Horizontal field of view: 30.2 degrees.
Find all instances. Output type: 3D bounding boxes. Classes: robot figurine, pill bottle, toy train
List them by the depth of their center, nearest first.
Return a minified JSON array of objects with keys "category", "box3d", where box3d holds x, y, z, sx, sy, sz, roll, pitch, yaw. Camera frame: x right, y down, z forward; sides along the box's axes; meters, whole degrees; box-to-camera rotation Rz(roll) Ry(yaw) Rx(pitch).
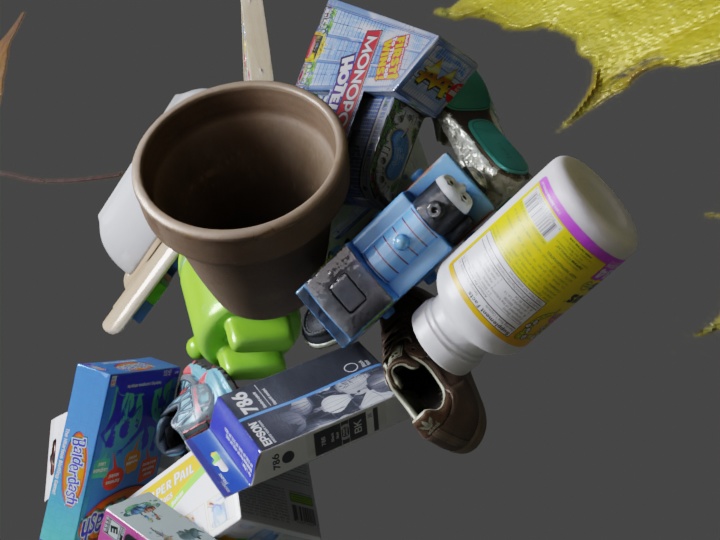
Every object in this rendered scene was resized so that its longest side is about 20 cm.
[{"category":"pill bottle","box3d":[0.137,0.002,1.155,0.200,0.104,0.105,-43,44,25]},{"category":"toy train","box3d":[0.034,-0.018,1.209,0.200,0.114,0.087,-42,89,13]},{"category":"robot figurine","box3d":[-0.131,0.024,1.430,0.177,0.114,0.202,107,152,-43]}]

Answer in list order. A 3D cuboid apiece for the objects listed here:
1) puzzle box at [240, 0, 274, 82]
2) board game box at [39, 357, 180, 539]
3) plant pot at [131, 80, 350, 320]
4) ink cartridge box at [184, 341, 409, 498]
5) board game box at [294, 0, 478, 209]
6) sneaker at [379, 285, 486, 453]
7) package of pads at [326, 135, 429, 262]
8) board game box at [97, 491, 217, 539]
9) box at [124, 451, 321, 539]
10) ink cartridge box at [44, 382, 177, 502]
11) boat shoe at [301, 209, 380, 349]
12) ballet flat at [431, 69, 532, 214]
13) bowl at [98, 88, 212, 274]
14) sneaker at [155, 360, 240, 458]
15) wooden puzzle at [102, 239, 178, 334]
[{"category":"puzzle box","box3d":[-0.114,-0.188,1.489,0.201,0.025,0.135,94,169,-53]},{"category":"board game box","box3d":[-0.262,0.197,1.404,0.044,0.152,0.203,15,95,19]},{"category":"plant pot","box3d":[-0.102,-0.048,1.259,0.197,0.176,0.202,-3,49,4]},{"category":"ink cartridge box","box3d":[-0.061,0.137,1.256,0.099,0.198,0.040,41,146,47]},{"category":"board game box","box3d":[0.013,-0.166,1.300,0.199,0.061,0.203,9,76,52]},{"category":"sneaker","box3d":[0.053,0.077,1.231,0.071,0.075,0.201,-48,43,20]},{"category":"package of pads","box3d":[-0.013,-0.121,1.410,0.154,0.068,0.202,-40,43,27]},{"category":"board game box","box3d":[-0.165,0.323,1.235,0.198,0.064,0.150,27,110,27]},{"category":"box","box3d":[-0.150,0.256,1.339,0.199,0.112,0.102,-38,48,31]},{"category":"ink cartridge box","box3d":[-0.295,0.204,1.575,0.199,0.050,0.111,-26,54,39]},{"category":"boat shoe","box3d":[0.000,0.000,1.341,0.200,0.062,0.075,-45,45,25]},{"category":"ballet flat","box3d":[0.101,-0.131,1.294,0.072,0.071,0.201,-44,44,23]},{"category":"bowl","box3d":[-0.232,-0.114,1.563,0.200,0.074,0.201,-48,15,41]},{"category":"sneaker","box3d":[-0.180,0.149,1.391,0.095,0.080,0.200,-35,2,-18]},{"category":"wooden puzzle","box3d":[-0.224,-0.018,1.571,0.186,0.046,0.200,-52,12,10]}]
